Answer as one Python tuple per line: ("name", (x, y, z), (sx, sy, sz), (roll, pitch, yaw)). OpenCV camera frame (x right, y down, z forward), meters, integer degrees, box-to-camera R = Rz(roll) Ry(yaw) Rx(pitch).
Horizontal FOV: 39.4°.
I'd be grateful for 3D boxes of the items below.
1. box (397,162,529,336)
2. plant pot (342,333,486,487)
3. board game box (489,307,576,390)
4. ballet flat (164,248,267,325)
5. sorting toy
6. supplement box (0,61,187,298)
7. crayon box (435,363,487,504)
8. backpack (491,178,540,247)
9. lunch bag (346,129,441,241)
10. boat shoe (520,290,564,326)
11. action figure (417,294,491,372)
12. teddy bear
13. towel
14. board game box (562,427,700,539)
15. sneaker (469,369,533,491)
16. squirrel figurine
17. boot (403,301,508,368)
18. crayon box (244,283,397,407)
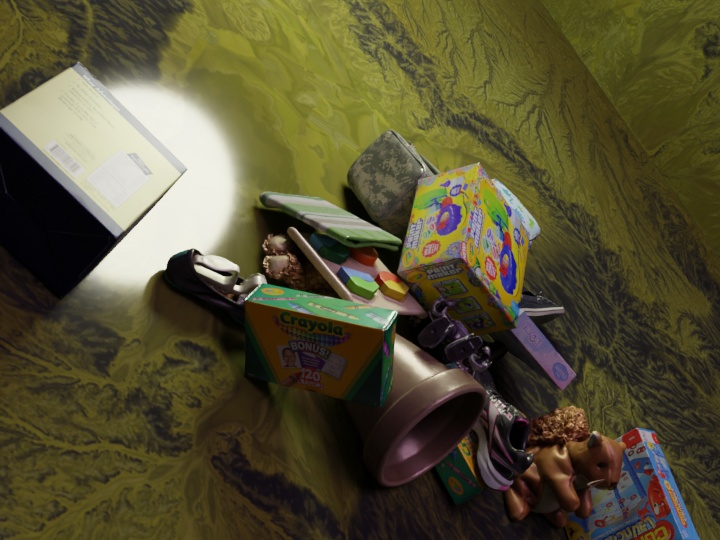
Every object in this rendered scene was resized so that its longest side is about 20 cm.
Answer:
("box", (0.173, -0.029, 1.645), (0.193, 0.121, 0.201), (47, 44, -37))
("plant pot", (0.051, 0.183, 1.449), (0.200, 0.201, 0.175), (-1, 39, -52))
("board game box", (0.262, 0.102, 1.765), (0.200, 0.043, 0.199), (47, -4, -36))
("ballet flat", (-0.176, 0.028, 1.398), (0.199, 0.068, 0.068), (28, 38, -33))
("sorting toy", (0.000, 0.000, 1.555), (0.199, 0.037, 0.185), (11, 31, -51))
("supplement box", (-0.361, -0.116, 1.248), (0.200, 0.134, 0.200), (45, 32, -10))
("crayon box", (0.149, 0.253, 1.577), (0.119, 0.058, 0.201), (-8, 64, -54))
("backpack", (0.244, -0.078, 1.966), (0.183, 0.147, 0.200), (49, 34, 1))
("lunch bag", (0.088, -0.134, 1.808), (0.168, 0.139, 0.200), (40, 10, -38))
("boat shoe", (0.337, 0.073, 2.000), (0.199, 0.075, 0.063), (4, 60, -44))
("action figure", (0.145, 0.101, 1.513), (0.130, 0.069, 0.200), (47, 7, 7))
("teddy bear", (-0.070, 0.016, 1.560), (0.199, 0.067, 0.145), (19, 28, -38))
("towel", (-0.050, -0.075, 1.602), (0.200, 0.031, 0.149), (29, 18, 37))
("board game box", (0.431, 0.396, 1.670), (0.056, 0.200, 0.197), (19, 43, -41))
("sneaker", (0.217, 0.231, 1.532), (0.080, 0.086, 0.201), (21, 42, -41))
("squirrel figurine", (0.338, 0.305, 1.654), (0.141, 0.186, 0.201), (25, 40, -34))
("boot", (0.169, 0.111, 1.750), (0.154, 0.073, 0.203), (55, 30, 12))
("crayon box", (-0.054, 0.098, 1.339), (0.199, 0.119, 0.058), (11, 27, 17))
